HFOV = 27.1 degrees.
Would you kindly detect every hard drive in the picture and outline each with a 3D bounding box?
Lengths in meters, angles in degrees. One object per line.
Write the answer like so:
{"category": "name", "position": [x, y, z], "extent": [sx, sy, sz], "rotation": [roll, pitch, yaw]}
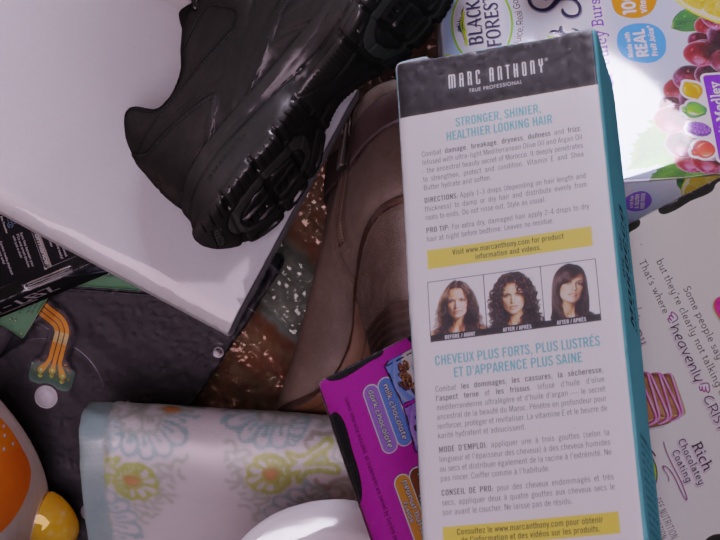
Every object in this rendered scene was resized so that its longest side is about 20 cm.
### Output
{"category": "hard drive", "position": [-0.119, -0.074, 0.711], "extent": [0.200, 0.027, 0.132], "rotation": [28, 85, 1]}
{"category": "hard drive", "position": [-0.151, 0.040, 0.811], "extent": [0.139, 0.038, 0.200], "rotation": [32, 102, -3]}

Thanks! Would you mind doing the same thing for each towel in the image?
{"category": "towel", "position": [-0.056, 0.154, 0.792], "extent": [0.171, 0.048, 0.201], "rotation": [1, 125, 2]}

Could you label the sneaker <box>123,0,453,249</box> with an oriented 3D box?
{"category": "sneaker", "position": [-0.031, -0.109, 0.663], "extent": [0.091, 0.076, 0.200], "rotation": [40, 89, 22]}

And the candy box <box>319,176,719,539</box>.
{"category": "candy box", "position": [0.098, 0.068, 0.607], "extent": [0.200, 0.061, 0.137], "rotation": [-27, 64, 15]}

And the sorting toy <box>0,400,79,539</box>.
{"category": "sorting toy", "position": [-0.242, 0.187, 0.751], "extent": [0.107, 0.180, 0.200], "rotation": [41, 124, -15]}

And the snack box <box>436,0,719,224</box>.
{"category": "snack box", "position": [0.108, -0.103, 0.695], "extent": [0.142, 0.200, 0.053], "rotation": [-6, 144, 5]}

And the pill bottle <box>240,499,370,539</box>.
{"category": "pill bottle", "position": [-0.013, 0.209, 0.720], "extent": [0.113, 0.113, 0.200], "rotation": [6, 138, 2]}

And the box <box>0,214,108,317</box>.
{"category": "box", "position": [-0.210, -0.075, 0.761], "extent": [0.160, 0.044, 0.201], "rotation": [-22, 85, 10]}

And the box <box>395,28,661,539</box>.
{"category": "box", "position": [0.063, 0.012, 0.574], "extent": [0.082, 0.049, 0.201], "rotation": [-8, 70, 16]}

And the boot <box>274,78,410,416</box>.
{"category": "boot", "position": [0.000, 0.000, 0.766], "extent": [0.070, 0.200, 0.147], "rotation": [5, 67, -24]}
